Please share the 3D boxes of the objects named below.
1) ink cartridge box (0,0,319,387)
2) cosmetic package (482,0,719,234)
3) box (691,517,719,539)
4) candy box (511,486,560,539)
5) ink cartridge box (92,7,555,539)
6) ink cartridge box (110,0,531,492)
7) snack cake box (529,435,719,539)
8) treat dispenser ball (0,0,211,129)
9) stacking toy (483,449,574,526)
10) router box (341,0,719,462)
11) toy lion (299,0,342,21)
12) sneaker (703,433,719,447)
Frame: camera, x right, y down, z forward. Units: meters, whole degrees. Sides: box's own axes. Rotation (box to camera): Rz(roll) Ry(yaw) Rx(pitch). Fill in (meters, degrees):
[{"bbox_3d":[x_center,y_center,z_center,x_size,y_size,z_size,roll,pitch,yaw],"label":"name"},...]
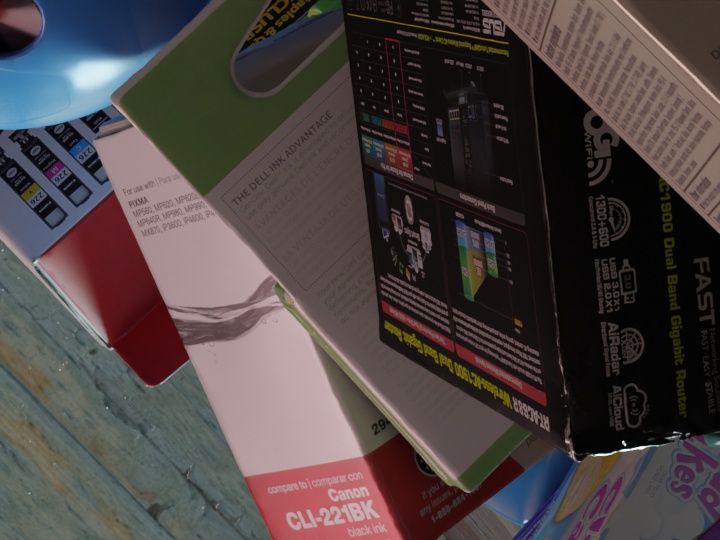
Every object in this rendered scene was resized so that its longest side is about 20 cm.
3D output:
[{"bbox_3d":[-0.091,-0.068,1.219,0.176,0.200,0.084,41,171,43],"label":"ink cartridge box"},{"bbox_3d":[0.054,-0.105,0.602,0.200,0.073,0.104,46,174,5],"label":"cosmetic package"},{"bbox_3d":[0.162,0.072,0.710,0.039,0.137,0.200,44,174,23],"label":"box"},{"bbox_3d":[0.164,0.168,1.160,0.077,0.169,0.200,46,175,-37],"label":"candy box"},{"bbox_3d":[0.000,0.000,0.997,0.084,0.144,0.201,-15,103,48],"label":"ink cartridge box"},{"bbox_3d":[0.023,-0.038,0.901,0.200,0.145,0.048,48,175,-11],"label":"ink cartridge box"},{"bbox_3d":[0.113,0.111,0.960,0.067,0.200,0.115,31,175,-3],"label":"snack cake box"},{"bbox_3d":[-0.148,-0.160,1.015,0.201,0.201,0.201,45,174,6],"label":"treat dispenser ball"},{"bbox_3d":[0.150,0.110,1.316,0.200,0.116,0.110,34,178,-33],"label":"stacking toy"},{"bbox_3d":[0.053,-0.036,0.777,0.200,0.062,0.151,-150,53,-72],"label":"router box"},{"bbox_3d":[0.049,-0.044,1.102,0.200,0.069,0.192,29,152,57],"label":"toy lion"},{"bbox_3d":[0.144,0.029,0.822,0.200,0.080,0.078,48,174,-8],"label":"sneaker"}]
